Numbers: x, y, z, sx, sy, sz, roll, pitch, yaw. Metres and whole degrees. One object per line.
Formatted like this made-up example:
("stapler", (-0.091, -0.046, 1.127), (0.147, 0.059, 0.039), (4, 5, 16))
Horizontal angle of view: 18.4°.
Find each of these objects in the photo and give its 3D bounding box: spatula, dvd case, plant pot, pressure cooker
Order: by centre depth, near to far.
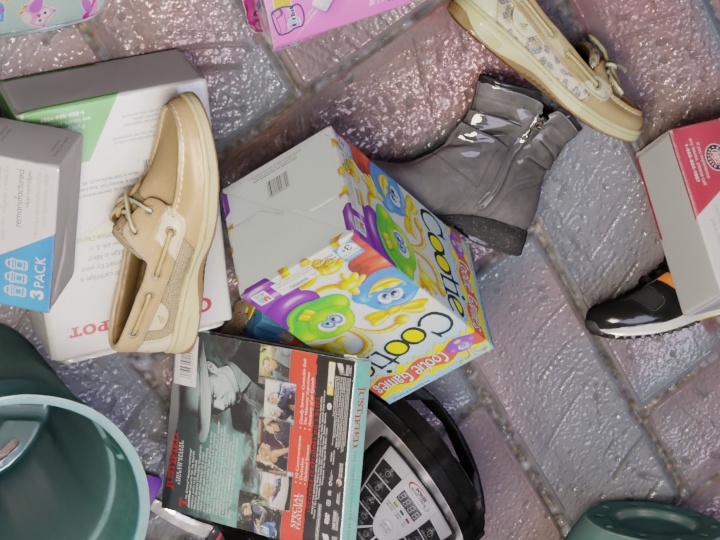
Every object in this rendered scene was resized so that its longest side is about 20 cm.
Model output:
("plant pot", (-0.276, 0.140, 1.633), (0.198, 0.196, 0.202), (-9, 117, -19))
("dvd case", (-0.074, 0.125, 1.671), (0.022, 0.199, 0.148), (1, 95, -47))
("pressure cooker", (0.002, 0.183, 1.779), (0.200, 0.178, 0.177), (-38, 149, -19))
("spatula", (-0.139, 0.208, 1.825), (0.199, 0.021, 0.057), (23, 108, -30))
("plant pot", (0.248, 0.294, 1.934), (0.199, 0.200, 0.163), (0, 100, -23))

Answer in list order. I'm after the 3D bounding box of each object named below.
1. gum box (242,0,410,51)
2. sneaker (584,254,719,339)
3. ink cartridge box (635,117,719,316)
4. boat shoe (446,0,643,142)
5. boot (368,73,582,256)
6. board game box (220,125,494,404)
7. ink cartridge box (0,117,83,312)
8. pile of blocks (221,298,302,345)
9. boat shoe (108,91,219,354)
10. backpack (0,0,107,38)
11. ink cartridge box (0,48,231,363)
("gum box", (-0.040, -0.269, 1.628), (0.113, 0.066, 0.202), (-20, 119, -15))
("sneaker", (0.277, -0.001, 1.892), (0.198, 0.070, 0.091), (-14, 96, -13))
("ink cartridge box", (0.348, -0.060, 1.839), (0.198, 0.083, 0.146), (-13, 80, -18))
("boat shoe", (0.159, -0.170, 1.753), (0.199, 0.073, 0.063), (33, 100, -30))
("boot", (0.075, -0.099, 1.761), (0.199, 0.070, 0.133), (14, 103, -39))
("board game box", (0.000, 0.000, 1.670), (0.104, 0.104, 0.200), (-29, 140, 21))
("ink cartridge box", (-0.301, -0.051, 1.559), (0.198, 0.068, 0.116), (11, 117, 5))
("pile of blocks", (-0.079, 0.077, 1.756), (0.062, 0.082, 0.201), (19, 104, -28))
("boat shoe", (-0.144, -0.030, 1.587), (0.064, 0.071, 0.202), (-2, 114, -22))
("backpack", (-0.269, -0.239, 1.498), (0.198, 0.154, 0.177), (-14, 123, -13))
("ink cartridge box", (-0.182, -0.048, 1.655), (0.144, 0.088, 0.202), (-13, 115, -17))
